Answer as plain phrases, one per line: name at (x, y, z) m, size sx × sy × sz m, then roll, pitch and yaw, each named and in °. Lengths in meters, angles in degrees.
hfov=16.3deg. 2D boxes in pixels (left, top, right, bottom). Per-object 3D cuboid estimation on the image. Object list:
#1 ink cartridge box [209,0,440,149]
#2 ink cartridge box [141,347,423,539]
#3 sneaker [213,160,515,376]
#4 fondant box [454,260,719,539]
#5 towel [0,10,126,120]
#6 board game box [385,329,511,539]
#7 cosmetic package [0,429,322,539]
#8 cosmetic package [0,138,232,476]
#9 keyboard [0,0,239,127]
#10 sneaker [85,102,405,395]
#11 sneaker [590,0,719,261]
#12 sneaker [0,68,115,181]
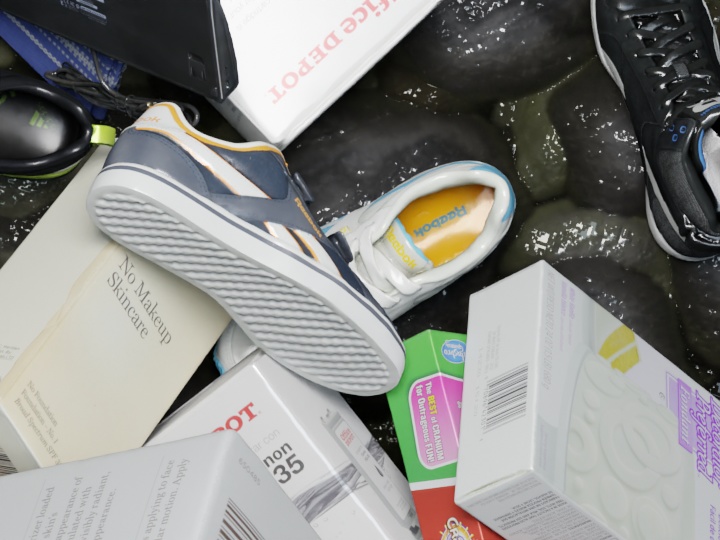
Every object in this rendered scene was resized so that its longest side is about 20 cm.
ink cartridge box at (-0.067, -0.184, 1.443) m, size 0.147 × 0.083 × 0.200 m, roll -43°, pitch 91°, yaw -8°
ink cartridge box at (-0.043, 0.159, 1.401) m, size 0.146 × 0.083 × 0.200 m, roll -38°, pitch 91°, yaw 17°
sneaker at (0.000, 0.000, 1.445) m, size 0.200 × 0.081 × 0.077 m, roll -37°, pitch 92°, yaw -7°
fondant box at (0.140, 0.107, 1.387) m, size 0.200 × 0.058 × 0.144 m, roll 38°, pitch 41°, yaw -32°
towel at (-0.168, -0.183, 1.383) m, size 0.145 × 0.200 × 0.024 m, roll 43°, pitch 55°, yaw 8°
board game box at (0.093, 0.138, 1.393) m, size 0.040 × 0.153 × 0.200 m, roll -28°, pitch 68°, yaw 35°
cosmetic package at (-0.125, 0.206, 1.269) m, size 0.165 × 0.200 × 0.165 m, roll 55°, pitch 35°, yaw -36°
cosmetic package at (-0.145, 0.031, 1.370) m, size 0.200 × 0.073 × 0.104 m, roll -56°, pitch 134°, yaw -32°
keyboard at (-0.144, -0.136, 1.364) m, size 0.200 × 0.127 × 0.021 m, roll 25°, pitch 47°, yaw 32°
sneaker at (-0.048, -0.015, 1.338) m, size 0.200 × 0.078 × 0.079 m, roll 38°, pitch 51°, yaw -21°
sneaker at (0.193, -0.109, 1.461) m, size 0.073 × 0.112 × 0.200 m, roll -14°, pitch 87°, yaw -9°
sneaker at (-0.231, -0.090, 1.355) m, size 0.200 × 0.083 × 0.072 m, roll 4°, pitch 88°, yaw -21°
